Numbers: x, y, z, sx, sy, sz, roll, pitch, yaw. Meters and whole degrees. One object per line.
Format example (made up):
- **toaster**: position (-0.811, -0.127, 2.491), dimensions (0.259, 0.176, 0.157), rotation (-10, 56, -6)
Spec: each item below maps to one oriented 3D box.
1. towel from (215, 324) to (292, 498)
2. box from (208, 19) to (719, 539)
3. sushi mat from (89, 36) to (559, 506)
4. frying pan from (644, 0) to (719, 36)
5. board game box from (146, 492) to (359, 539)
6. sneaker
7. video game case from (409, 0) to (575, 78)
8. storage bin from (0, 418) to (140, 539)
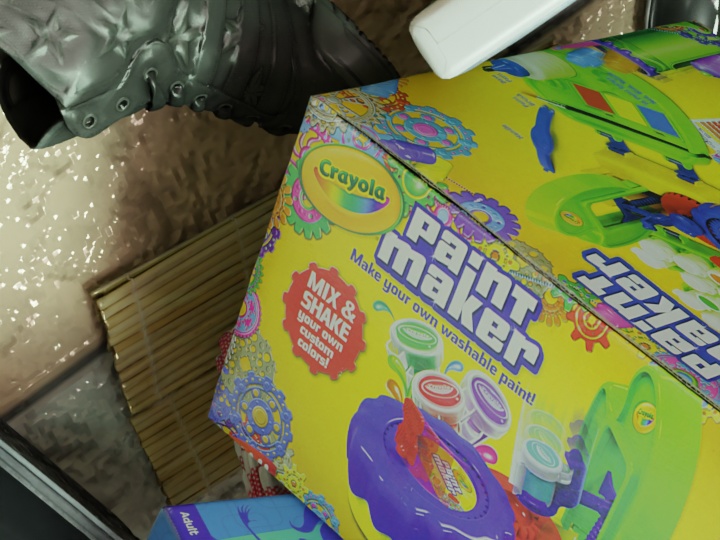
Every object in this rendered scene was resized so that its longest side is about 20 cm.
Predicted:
- **towel**: position (0.030, 0.112, 0.831), dimensions (0.146, 0.201, 0.030), rotation (4, 155, -32)
- **box**: position (0.098, 0.032, 0.757), dimensions (0.192, 0.200, 0.123), rotation (-14, 134, -45)
- **sushi mat**: position (0.000, 0.000, 0.871), dimensions (0.199, 0.012, 0.096), rotation (-30, 130, -21)
- **frying pan**: position (0.131, -0.071, 0.928), dimensions (0.190, 0.031, 0.115), rotation (-53, 132, -7)
- **board game box**: position (0.047, 0.132, 0.750), dimensions (0.199, 0.152, 0.045), rotation (-2, 134, -35)
- **sneaker**: position (-0.069, -0.072, 0.753), dimensions (0.104, 0.060, 0.200), rotation (-47, 127, -9)
- **video game case**: position (0.105, -0.125, 0.752), dimensions (0.199, 0.182, 0.023), rotation (-33, 94, 8)
- **storage bin**: position (-0.142, 0.111, 0.767), dimensions (0.135, 0.094, 0.200), rotation (-49, 132, -6)
